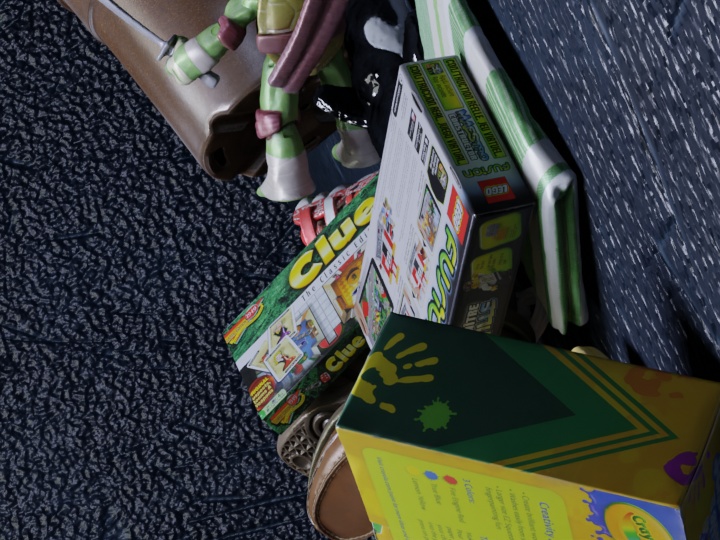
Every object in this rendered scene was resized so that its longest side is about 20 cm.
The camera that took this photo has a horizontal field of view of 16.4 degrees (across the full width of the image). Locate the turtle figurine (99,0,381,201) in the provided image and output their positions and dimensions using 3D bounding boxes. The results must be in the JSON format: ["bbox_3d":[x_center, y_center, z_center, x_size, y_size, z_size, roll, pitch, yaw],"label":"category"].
[{"bbox_3d":[-0.063,-0.159,1.720,0.144,0.199,0.195,-46,-53,-54],"label":"turtle figurine"}]

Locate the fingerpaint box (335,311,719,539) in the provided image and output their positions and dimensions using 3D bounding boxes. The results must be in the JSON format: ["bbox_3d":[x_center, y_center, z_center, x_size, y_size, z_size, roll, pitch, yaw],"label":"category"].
[{"bbox_3d":[0.094,0.119,1.164,0.074,0.166,0.201,-63,-28,-31],"label":"fingerpaint box"}]

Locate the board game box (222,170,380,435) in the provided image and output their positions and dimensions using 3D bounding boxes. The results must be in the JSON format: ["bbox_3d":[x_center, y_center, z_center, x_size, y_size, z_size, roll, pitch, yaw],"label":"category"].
[{"bbox_3d":[0.000,0.000,1.527,0.023,0.200,0.105,39,-169,-30],"label":"board game box"}]

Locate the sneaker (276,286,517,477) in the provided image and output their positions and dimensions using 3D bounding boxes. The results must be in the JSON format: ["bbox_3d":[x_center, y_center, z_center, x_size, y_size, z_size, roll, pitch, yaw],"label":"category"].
[{"bbox_3d":[0.028,0.060,1.534,0.070,0.200,0.076,38,-142,-22],"label":"sneaker"}]

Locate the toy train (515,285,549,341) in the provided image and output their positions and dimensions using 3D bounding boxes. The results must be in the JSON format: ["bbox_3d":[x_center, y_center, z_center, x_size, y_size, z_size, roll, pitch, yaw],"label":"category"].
[{"bbox_3d":[0.069,0.093,1.551,0.055,0.201,0.150,22,-167,-28],"label":"toy train"}]

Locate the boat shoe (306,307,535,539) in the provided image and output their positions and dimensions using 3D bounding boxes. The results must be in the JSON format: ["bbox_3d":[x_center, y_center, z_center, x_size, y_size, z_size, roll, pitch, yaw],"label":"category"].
[{"bbox_3d":[0.027,0.102,1.464,0.072,0.200,0.068,29,-145,-14],"label":"boat shoe"}]

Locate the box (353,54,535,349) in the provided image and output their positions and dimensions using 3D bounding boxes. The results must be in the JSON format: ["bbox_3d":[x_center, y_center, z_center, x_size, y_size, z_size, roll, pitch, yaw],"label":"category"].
[{"bbox_3d":[0.041,-0.005,1.337,0.201,0.035,0.110,101,151,-49],"label":"box"}]

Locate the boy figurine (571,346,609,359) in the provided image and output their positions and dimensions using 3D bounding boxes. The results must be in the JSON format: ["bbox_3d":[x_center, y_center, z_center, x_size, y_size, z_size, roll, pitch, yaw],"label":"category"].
[{"bbox_3d":[0.124,0.141,1.304,0.064,0.123,0.201,-142,57,-67],"label":"boy figurine"}]

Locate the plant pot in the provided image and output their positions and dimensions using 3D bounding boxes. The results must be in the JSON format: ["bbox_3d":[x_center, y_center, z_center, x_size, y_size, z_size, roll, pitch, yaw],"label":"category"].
[{"bbox_3d":[-0.100,-0.189,1.867,0.199,0.200,0.200,56,172,20],"label":"plant pot"}]

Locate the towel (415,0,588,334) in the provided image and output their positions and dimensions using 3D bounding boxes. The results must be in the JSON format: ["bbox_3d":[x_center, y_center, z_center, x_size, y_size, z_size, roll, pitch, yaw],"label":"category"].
[{"bbox_3d":[0.072,-0.082,1.327,0.153,0.023,0.201,76,172,-58],"label":"towel"}]

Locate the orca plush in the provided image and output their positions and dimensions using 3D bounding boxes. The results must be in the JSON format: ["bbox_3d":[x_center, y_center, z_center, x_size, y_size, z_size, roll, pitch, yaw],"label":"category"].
[{"bbox_3d":[0.003,-0.124,1.489,0.105,0.071,0.201,89,165,-71],"label":"orca plush"}]

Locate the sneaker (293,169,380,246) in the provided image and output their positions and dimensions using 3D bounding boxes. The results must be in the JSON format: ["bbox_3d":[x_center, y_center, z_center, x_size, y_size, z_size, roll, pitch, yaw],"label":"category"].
[{"bbox_3d":[0.015,-0.034,1.677,0.201,0.107,0.068,-161,47,-84],"label":"sneaker"}]
